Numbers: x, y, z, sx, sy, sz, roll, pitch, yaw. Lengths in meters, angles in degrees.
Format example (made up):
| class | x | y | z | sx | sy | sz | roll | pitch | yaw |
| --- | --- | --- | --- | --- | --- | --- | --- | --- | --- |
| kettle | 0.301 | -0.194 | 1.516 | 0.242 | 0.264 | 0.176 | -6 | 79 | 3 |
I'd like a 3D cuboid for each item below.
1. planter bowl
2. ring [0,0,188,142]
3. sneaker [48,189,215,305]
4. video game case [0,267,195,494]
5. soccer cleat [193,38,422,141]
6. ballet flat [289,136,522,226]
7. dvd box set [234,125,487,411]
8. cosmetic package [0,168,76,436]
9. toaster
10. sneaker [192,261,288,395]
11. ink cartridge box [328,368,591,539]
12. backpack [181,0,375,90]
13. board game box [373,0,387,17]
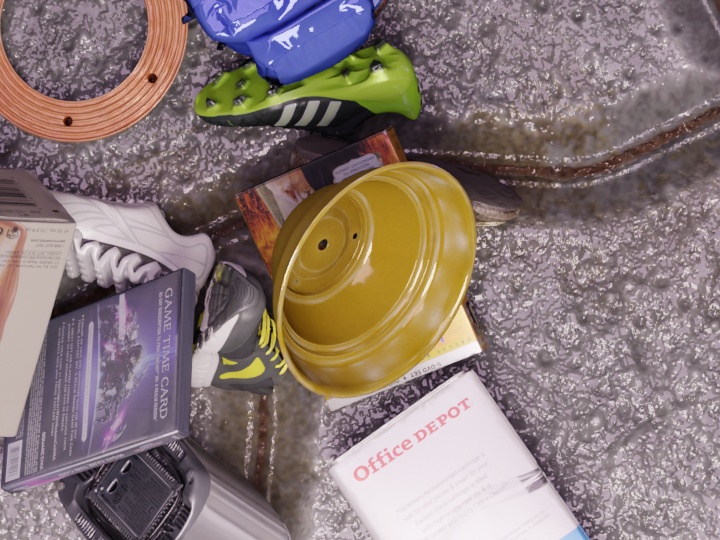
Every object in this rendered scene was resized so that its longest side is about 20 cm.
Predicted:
| class | x | y | z | sx | sy | sz | roll | pitch | yaw |
| --- | --- | --- | --- | --- | --- | --- | --- | --- | --- |
| planter bowl | -0.009 | -0.007 | 1.606 | 0.083 | 0.200 | 0.201 | 33 | 88 | 43 |
| ring | -0.244 | -0.210 | 1.748 | 0.200 | 0.019 | 0.201 | 0 | 91 | 6 |
| sneaker | -0.215 | -0.030 | 1.723 | 0.199 | 0.075 | 0.081 | 27 | 66 | 8 |
| video game case | -0.214 | 0.091 | 1.656 | 0.199 | 0.019 | 0.143 | -19 | 57 | 33 |
| soccer cleat | -0.045 | -0.140 | 1.712 | 0.199 | 0.081 | 0.068 | -7 | 46 | 23 |
| ballet flat | 0.036 | -0.068 | 1.714 | 0.199 | 0.067 | 0.047 | 13 | 114 | 5 |
| dvd box set | 0.000 | 0.000 | 1.688 | 0.146 | 0.029 | 0.201 | -22 | 96 | 16 |
| cosmetic package | -0.310 | 0.026 | 1.654 | 0.087 | 0.103 | 0.201 | 2 | 116 | -37 |
| toaster | -0.143 | 0.199 | 1.636 | 0.129 | 0.200 | 0.114 | 36 | 88 | -40 |
| sneaker | -0.089 | 0.049 | 1.649 | 0.084 | 0.200 | 0.075 | 14 | 71 | -7 |
| ink cartridge box | 0.088 | 0.203 | 1.673 | 0.146 | 0.086 | 0.200 | -34 | 83 | 0 |
| backpack | -0.069 | -0.234 | 1.625 | 0.162 | 0.200 | 0.168 | -24 | 96 | -1 |
| board game box | -0.063 | -0.283 | 1.742 | 0.200 | 0.034 | 0.136 | 37 | 89 | 4 |
